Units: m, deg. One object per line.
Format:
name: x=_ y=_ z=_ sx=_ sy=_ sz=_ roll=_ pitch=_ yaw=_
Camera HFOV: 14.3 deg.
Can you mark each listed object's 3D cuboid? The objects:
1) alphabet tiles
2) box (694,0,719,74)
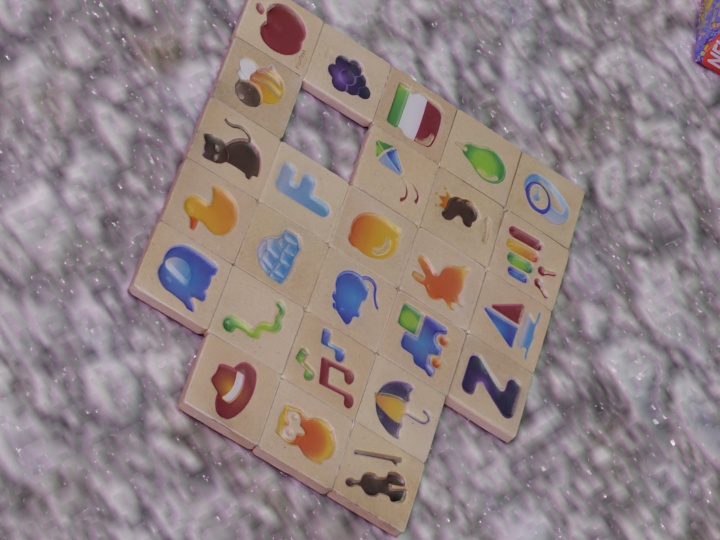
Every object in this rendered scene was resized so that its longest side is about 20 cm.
alphabet tiles: x=0.000 y=0.000 z=1.113 sx=0.167 sy=0.008 sz=0.200 roll=32 pitch=50 yaw=-16
box: x=0.287 y=-0.143 z=1.268 sx=0.193 sy=0.200 sz=0.122 roll=27 pitch=52 yaw=-19
